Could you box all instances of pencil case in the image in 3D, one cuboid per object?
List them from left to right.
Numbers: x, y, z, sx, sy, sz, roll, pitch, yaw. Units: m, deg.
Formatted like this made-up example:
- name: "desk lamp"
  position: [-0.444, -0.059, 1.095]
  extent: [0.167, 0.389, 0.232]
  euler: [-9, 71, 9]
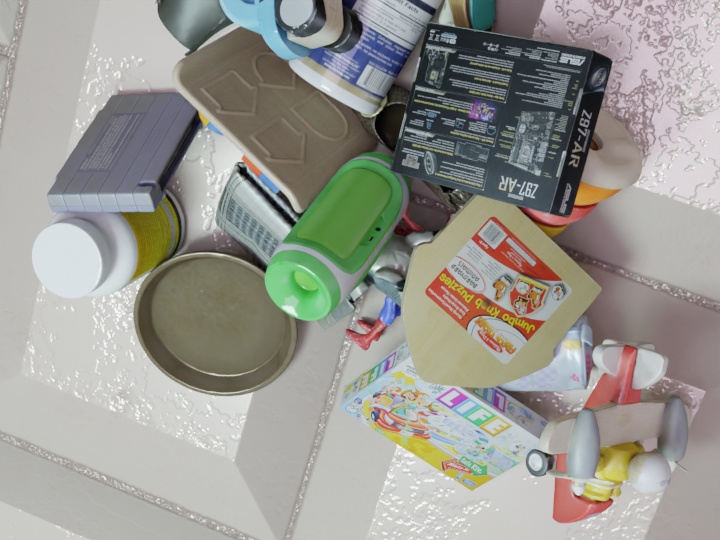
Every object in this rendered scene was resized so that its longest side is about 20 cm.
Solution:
- name: "pencil case"
  position: [0.161, 0.089, 1.397]
  extent: [0.200, 0.083, 0.091]
  euler: [0, 128, 15]

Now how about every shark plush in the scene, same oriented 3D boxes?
- name: "shark plush"
  position: [0.000, 0.000, 1.367]
  extent: [0.200, 0.091, 0.083]
  euler: [13, 140, 15]

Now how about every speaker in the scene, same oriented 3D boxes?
- name: "speaker"
  position: [-0.019, -0.038, 1.278]
  extent: [0.088, 0.200, 0.089]
  euler: [17, 134, 19]

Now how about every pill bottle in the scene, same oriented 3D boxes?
- name: "pill bottle"
  position: [-0.289, -0.035, 1.431]
  extent: [0.112, 0.200, 0.113]
  euler: [4, 105, 15]
- name: "pill bottle"
  position: [0.018, -0.277, 1.321]
  extent: [0.111, 0.111, 0.200]
  euler: [33, 102, 6]

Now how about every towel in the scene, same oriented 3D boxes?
- name: "towel"
  position: [-0.086, -0.017, 1.400]
  extent: [0.200, 0.193, 0.035]
  euler: [45, 69, 1]

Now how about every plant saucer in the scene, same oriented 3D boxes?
- name: "plant saucer"
  position: [-0.172, 0.061, 1.493]
  extent: [0.200, 0.029, 0.200]
  euler: [4, 119, 7]

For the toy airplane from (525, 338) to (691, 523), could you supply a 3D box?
- name: "toy airplane"
  position: [0.276, 0.171, 1.308]
  extent: [0.200, 0.199, 0.141]
  euler: [-37, 51, -13]

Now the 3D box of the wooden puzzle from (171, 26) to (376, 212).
- name: "wooden puzzle"
  position: [-0.094, -0.167, 1.356]
  extent: [0.200, 0.185, 0.046]
  euler: [48, 130, -2]

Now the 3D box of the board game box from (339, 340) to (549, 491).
- name: "board game box"
  position: [0.095, 0.163, 1.403]
  extent: [0.200, 0.034, 0.134]
  euler: [34, 133, -19]

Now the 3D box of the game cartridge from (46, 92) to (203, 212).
- name: "game cartridge"
  position: [-0.259, -0.134, 1.404]
  extent: [0.129, 0.200, 0.038]
  euler: [-3, 130, 19]

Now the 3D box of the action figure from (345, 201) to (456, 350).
- name: "action figure"
  position: [0.041, -0.012, 1.415]
  extent: [0.099, 0.065, 0.200]
  euler: [44, 113, 3]

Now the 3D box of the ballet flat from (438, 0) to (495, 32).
- name: "ballet flat"
  position: [0.113, -0.249, 1.332]
  extent: [0.063, 0.069, 0.200]
  euler: [-2, 103, 31]

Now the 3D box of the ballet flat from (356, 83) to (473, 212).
- name: "ballet flat"
  position: [0.063, -0.136, 1.366]
  extent: [0.067, 0.046, 0.200]
  euler: [-46, 74, 17]

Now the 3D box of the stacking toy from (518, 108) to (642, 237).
- name: "stacking toy"
  position: [0.194, -0.079, 1.336]
  extent: [0.146, 0.146, 0.200]
  euler: [33, 127, 5]

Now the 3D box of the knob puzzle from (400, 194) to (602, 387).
- name: "knob puzzle"
  position: [0.127, 0.036, 1.318]
  extent: [0.219, 0.030, 0.220]
  euler: [-2, 103, -11]

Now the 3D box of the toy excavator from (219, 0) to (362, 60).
- name: "toy excavator"
  position: [-0.115, -0.303, 1.268]
  extent: [0.200, 0.100, 0.195]
  euler: [-8, 84, 25]

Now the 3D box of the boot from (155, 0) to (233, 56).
- name: "boot"
  position: [-0.201, -0.352, 1.392]
  extent: [0.138, 0.077, 0.200]
  euler: [-32, 93, 26]

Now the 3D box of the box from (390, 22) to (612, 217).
- name: "box"
  position: [0.136, -0.152, 1.241]
  extent: [0.200, 0.043, 0.161]
  euler: [18, 97, 38]
